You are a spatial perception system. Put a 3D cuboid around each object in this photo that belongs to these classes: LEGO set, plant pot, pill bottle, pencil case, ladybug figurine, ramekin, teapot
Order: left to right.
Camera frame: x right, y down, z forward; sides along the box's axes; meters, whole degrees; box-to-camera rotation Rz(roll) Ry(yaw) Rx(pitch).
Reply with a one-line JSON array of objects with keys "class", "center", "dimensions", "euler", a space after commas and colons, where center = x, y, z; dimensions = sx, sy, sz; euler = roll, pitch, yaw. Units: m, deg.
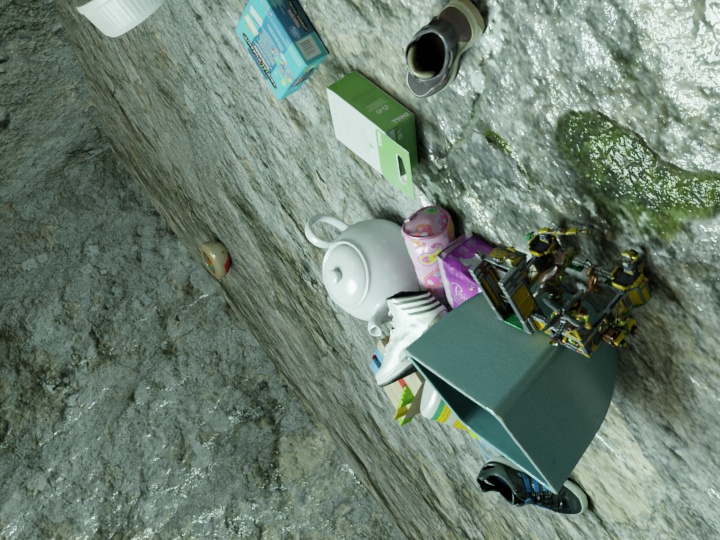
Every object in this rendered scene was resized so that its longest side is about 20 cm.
[{"class": "ramekin", "center": [-0.511, -0.595, 1.755], "dimensions": [0.094, 0.202, 0.202], "euler": [53, 166, -32]}, {"class": "ladybug figurine", "center": [-0.510, -0.043, 2.858], "dimensions": [0.136, 0.072, 0.200], "euler": [53, 161, 9]}, {"class": "teapot", "center": [0.000, 0.000, 1.421], "dimensions": [0.200, 0.146, 0.198], "euler": [7, 101, 48]}, {"class": "pencil case", "center": [0.122, -0.006, 1.292], "dimensions": [0.087, 0.087, 0.200], "euler": [38, 156, 43]}, {"class": "pill bottle", "center": [0.205, 0.207, 1.278], "dimensions": [0.200, 0.113, 0.113], "euler": [17, 158, -2]}, {"class": "plant pot", "center": [0.219, 0.126, 1.057], "dimensions": [0.196, 0.200, 0.196], "euler": [30, 162, 52]}, {"class": "LEGO set", "center": [0.226, 0.004, 0.935], "dimensions": [0.116, 0.154, 0.200], "euler": [53, 172, -37]}]

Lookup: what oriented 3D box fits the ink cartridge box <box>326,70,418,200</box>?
[{"class": "ink cartridge box", "center": [0.035, -0.206, 1.217], "dimensions": [0.200, 0.059, 0.104], "euler": [44, 158, 33]}]

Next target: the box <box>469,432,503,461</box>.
[{"class": "box", "center": [0.277, 0.350, 1.559], "dimensions": [0.200, 0.048, 0.122], "euler": [57, 162, 0]}]

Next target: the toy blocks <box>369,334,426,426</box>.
[{"class": "toy blocks", "center": [0.078, 0.173, 1.448], "dimensions": [0.137, 0.100, 0.200], "euler": [58, 154, 26]}]

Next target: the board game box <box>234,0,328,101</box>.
[{"class": "board game box", "center": [-0.139, -0.391, 1.368], "dimensions": [0.151, 0.047, 0.200], "euler": [58, 162, -6]}]

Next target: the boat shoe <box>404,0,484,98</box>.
[{"class": "boat shoe", "center": [0.086, -0.262, 0.984], "dimensions": [0.072, 0.065, 0.200], "euler": [55, 163, 0]}]

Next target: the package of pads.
[{"class": "package of pads", "center": [0.191, 0.053, 1.232], "dimensions": [0.120, 0.076, 0.200], "euler": [35, 152, 42]}]

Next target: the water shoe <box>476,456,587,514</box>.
[{"class": "water shoe", "center": [0.304, 0.403, 1.444], "dimensions": [0.200, 0.079, 0.072], "euler": [13, 123, 35]}]

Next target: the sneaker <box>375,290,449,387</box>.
[{"class": "sneaker", "center": [0.071, 0.102, 1.314], "dimensions": [0.115, 0.076, 0.201], "euler": [56, 130, 16]}]
